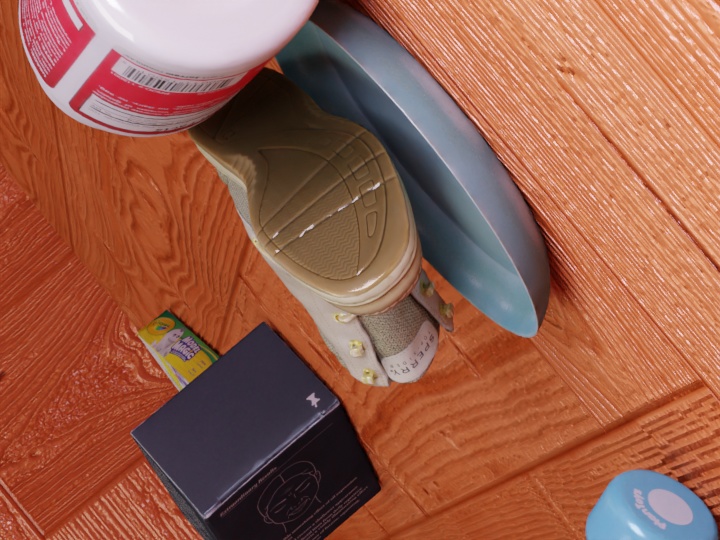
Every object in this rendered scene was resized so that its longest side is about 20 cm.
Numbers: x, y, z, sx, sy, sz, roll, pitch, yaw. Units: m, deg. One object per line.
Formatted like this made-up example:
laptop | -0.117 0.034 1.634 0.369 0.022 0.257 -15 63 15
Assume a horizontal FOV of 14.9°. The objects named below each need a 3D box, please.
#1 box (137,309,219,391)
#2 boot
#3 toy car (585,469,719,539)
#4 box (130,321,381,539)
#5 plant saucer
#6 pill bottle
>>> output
box | -0.153 0.123 2.849 0.117 0.048 0.200 56 172 -30
boot | 0.000 0.000 1.317 0.155 0.072 0.200 58 174 -35
toy car | 0.092 0.222 1.298 0.177 0.200 0.184 47 126 25
box | -0.085 0.162 2.327 0.107 0.148 0.200 46 170 26
plant saucer | 0.026 -0.054 1.281 0.200 0.027 0.200 50 171 11
pill bottle | -0.089 -0.122 1.216 0.112 0.112 0.200 51 162 -3
